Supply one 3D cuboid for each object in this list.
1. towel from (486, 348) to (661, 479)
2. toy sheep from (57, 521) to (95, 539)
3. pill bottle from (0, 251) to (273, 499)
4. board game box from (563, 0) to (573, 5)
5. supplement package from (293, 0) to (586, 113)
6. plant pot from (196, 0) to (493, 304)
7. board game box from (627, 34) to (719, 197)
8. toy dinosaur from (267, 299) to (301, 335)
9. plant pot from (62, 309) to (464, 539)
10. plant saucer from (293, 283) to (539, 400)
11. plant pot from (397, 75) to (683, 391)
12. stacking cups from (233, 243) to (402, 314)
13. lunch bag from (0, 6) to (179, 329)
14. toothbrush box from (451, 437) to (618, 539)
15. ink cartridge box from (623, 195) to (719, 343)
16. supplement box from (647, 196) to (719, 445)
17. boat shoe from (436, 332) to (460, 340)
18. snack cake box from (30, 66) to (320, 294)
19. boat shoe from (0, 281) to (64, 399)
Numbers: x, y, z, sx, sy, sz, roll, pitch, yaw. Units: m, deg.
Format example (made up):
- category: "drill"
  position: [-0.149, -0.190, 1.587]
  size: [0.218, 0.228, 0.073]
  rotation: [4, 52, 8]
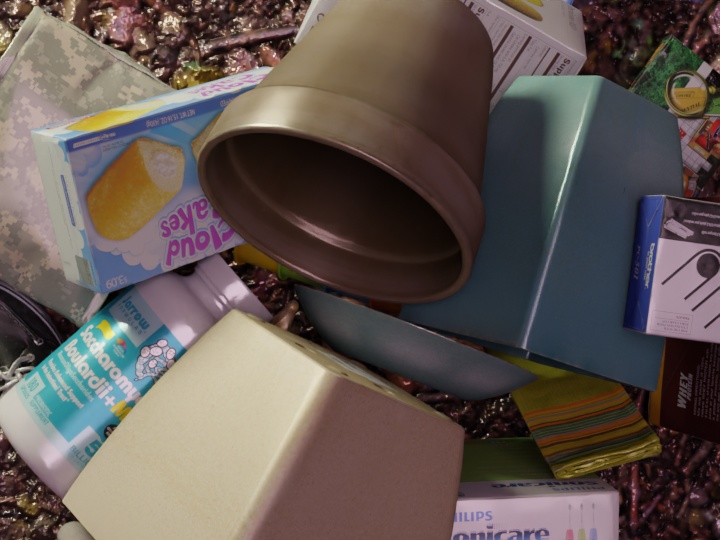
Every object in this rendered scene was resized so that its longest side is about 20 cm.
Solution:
- category: "towel"
  position: [0.160, 0.088, 1.045]
  size: [0.086, 0.200, 0.018]
  rotation: [-13, 125, -8]
- category: "toy sheep"
  position: [-0.174, 0.233, 1.033]
  size: [0.200, 0.138, 0.138]
  rotation: [-24, 94, -24]
- category: "pill bottle"
  position: [-0.161, 0.075, 0.974]
  size: [0.200, 0.111, 0.111]
  rotation: [-42, 96, -5]
- category: "board game box"
  position: [0.101, -0.298, 1.099]
  size: [0.200, 0.037, 0.152]
  rotation: [25, 89, -8]
- category: "supplement package"
  position: [0.066, -0.193, 1.039]
  size: [0.200, 0.114, 0.110]
  rotation: [28, 119, -10]
- category: "plant pot"
  position: [0.012, -0.101, 0.914]
  size: [0.200, 0.200, 0.174]
  rotation: [28, 64, -7]
- category: "board game box"
  position: [0.246, -0.092, 1.130]
  size: [0.105, 0.023, 0.200]
  rotation: [36, 87, -5]
- category: "toy dinosaur"
  position: [-0.065, 0.106, 1.055]
  size: [0.058, 0.101, 0.200]
  rotation: [-4, 115, 3]
- category: "plant pot"
  position: [-0.048, 0.143, 0.897]
  size: [0.200, 0.200, 0.177]
  rotation: [26, 91, -39]
- category: "plant saucer"
  position: [0.036, 0.063, 1.003]
  size: [0.201, 0.201, 0.039]
  rotation: [21, 87, -7]
- category: "plant pot"
  position: [0.146, -0.034, 0.957]
  size: [0.141, 0.141, 0.200]
  rotation: [19, 85, -35]
- category: "stacking cups"
  position: [0.000, 0.000, 1.054]
  size: [0.200, 0.061, 0.061]
  rotation: [20, 89, 10]
- category: "lunch bag"
  position: [-0.228, -0.083, 1.023]
  size: [0.164, 0.118, 0.200]
  rotation: [32, 92, -9]
- category: "toothbrush box"
  position: [0.102, 0.192, 1.028]
  size: [0.145, 0.200, 0.086]
  rotation: [-1, 93, -8]
- category: "ink cartridge box"
  position: [0.287, 0.008, 0.901]
  size: [0.199, 0.044, 0.094]
  rotation: [7, 92, -10]
- category: "supplement box"
  position: [0.344, 0.043, 1.045]
  size: [0.132, 0.200, 0.198]
  rotation: [4, 91, -19]
- category: "boat shoe"
  position: [0.047, -0.037, 1.087]
  size: [0.068, 0.075, 0.200]
  rotation: [-10, 101, 21]
- category: "snack cake box"
  position: [-0.127, -0.070, 0.961]
  size: [0.200, 0.067, 0.115]
  rotation: [-22, 111, -31]
- category: "boat shoe"
  position: [-0.262, 0.092, 1.047]
  size: [0.073, 0.068, 0.200]
  rotation: [-29, 95, -6]
